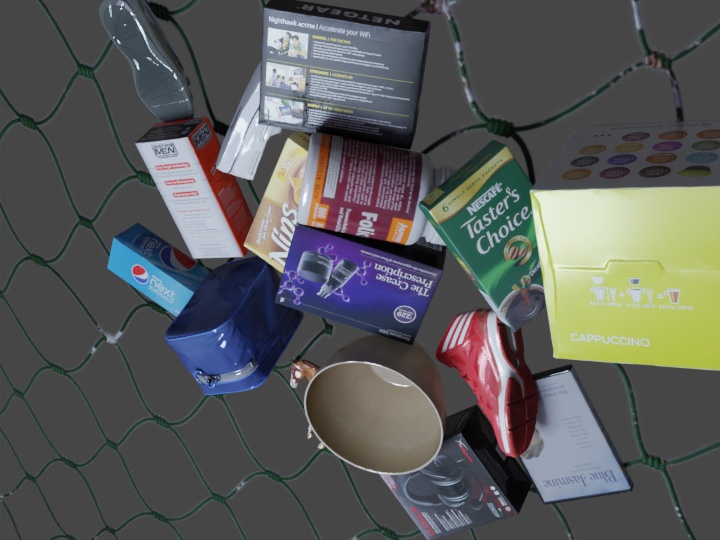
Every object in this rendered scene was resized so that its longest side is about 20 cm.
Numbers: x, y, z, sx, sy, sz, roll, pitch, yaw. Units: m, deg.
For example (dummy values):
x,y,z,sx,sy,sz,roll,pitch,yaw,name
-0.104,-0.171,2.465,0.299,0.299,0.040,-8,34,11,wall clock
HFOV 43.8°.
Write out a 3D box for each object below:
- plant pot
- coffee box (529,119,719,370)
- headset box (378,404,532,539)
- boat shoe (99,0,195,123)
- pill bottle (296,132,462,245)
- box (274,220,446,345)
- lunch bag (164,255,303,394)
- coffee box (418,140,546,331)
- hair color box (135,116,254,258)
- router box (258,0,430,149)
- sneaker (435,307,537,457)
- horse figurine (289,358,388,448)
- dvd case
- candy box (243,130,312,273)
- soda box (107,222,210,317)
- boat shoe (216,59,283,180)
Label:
x,y,z,sx,sy,sz,roll,pitch,yaw,name
0.036,0.167,1.262,0.198,0.135,0.202,10,126,15,plant pot
0.312,-0.032,0.952,0.197,0.198,0.202,1,117,30,coffee box
0.129,0.307,1.333,0.199,0.077,0.150,-30,99,37,headset box
-0.286,-0.295,1.242,0.074,0.065,0.203,-14,124,25,boat shoe
0.026,-0.095,1.104,0.197,0.115,0.115,11,125,-4,pill bottle
0.000,0.000,1.193,0.197,0.079,0.142,17,131,-3,box
-0.178,0.091,1.308,0.135,0.201,0.133,-10,125,36,lunch bag
0.171,-0.038,1.064,0.123,0.044,0.201,-38,112,-2,coffee box
-0.231,-0.115,1.293,0.100,0.061,0.202,0,128,30,hair color box
-0.022,-0.239,1.093,0.197,0.051,0.151,10,123,5,router box
0.169,0.149,1.217,0.115,0.078,0.203,-5,91,43,sneaker
-0.026,0.216,1.381,0.198,0.050,0.135,10,101,36,horse figurine
0.273,0.232,1.242,0.142,0.018,0.201,-21,105,36,dvd case
-0.076,-0.084,1.244,0.115,0.055,0.201,35,129,8,candy box
-0.303,0.012,1.427,0.199,0.064,0.068,33,128,10,soda box
-0.129,-0.207,1.201,0.065,0.072,0.201,20,117,-19,boat shoe
